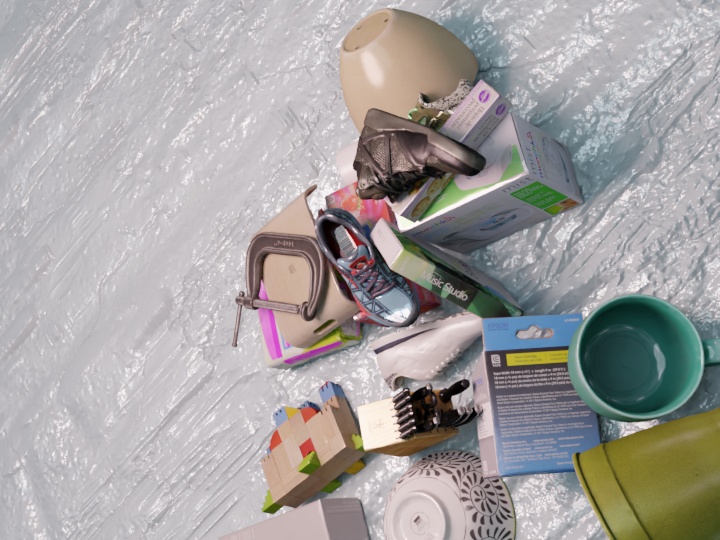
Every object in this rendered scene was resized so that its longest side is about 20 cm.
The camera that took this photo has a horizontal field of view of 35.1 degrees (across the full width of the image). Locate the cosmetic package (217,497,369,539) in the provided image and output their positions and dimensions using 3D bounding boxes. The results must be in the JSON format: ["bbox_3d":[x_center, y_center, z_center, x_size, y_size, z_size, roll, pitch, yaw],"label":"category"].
[{"bbox_3d":[-0.097,0.399,1.665,0.200,0.107,0.090,-28,68,25],"label":"cosmetic package"}]

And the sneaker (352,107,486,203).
[{"bbox_3d":[0.065,-0.125,1.406,0.199,0.076,0.114,23,93,41],"label":"sneaker"}]

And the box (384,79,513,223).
[{"bbox_3d":[0.110,-0.150,1.450,0.200,0.041,0.039,-50,56,13],"label":"box"}]

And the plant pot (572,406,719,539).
[{"bbox_3d":[0.383,0.256,1.333,0.193,0.200,0.201,-32,65,12],"label":"plant pot"}]

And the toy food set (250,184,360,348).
[{"bbox_3d":[-0.077,-0.004,1.664,0.143,0.060,0.200,-36,68,40],"label":"toy food set"}]

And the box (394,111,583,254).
[{"bbox_3d":[0.168,-0.114,1.537,0.200,0.176,0.097,-24,69,28],"label":"box"}]

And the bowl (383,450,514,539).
[{"bbox_3d":[0.100,0.345,1.550,0.201,0.094,0.201,-7,78,34],"label":"bowl"}]

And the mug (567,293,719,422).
[{"bbox_3d":[0.347,0.119,1.405,0.185,0.114,0.152,28,80,6],"label":"mug"}]

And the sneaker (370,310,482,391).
[{"bbox_3d":[0.110,0.108,1.608,0.200,0.076,0.081,-23,81,34],"label":"sneaker"}]

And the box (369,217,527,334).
[{"bbox_3d":[0.115,0.006,1.509,0.036,0.200,0.144,-60,19,11],"label":"box"}]

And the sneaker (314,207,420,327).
[{"bbox_3d":[0.000,0.000,1.542,0.079,0.096,0.200,-42,82,6],"label":"sneaker"}]

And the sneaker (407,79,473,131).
[{"bbox_3d":[0.087,-0.193,1.545,0.200,0.077,0.089,-24,72,21],"label":"sneaker"}]

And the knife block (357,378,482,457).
[{"bbox_3d":[0.095,0.198,1.534,0.175,0.200,0.064,-16,72,18],"label":"knife block"}]

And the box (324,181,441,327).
[{"bbox_3d":[0.033,-0.029,1.661,0.103,0.095,0.200,-23,69,27],"label":"box"}]

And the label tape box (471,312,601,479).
[{"bbox_3d":[0.224,0.162,1.471,0.063,0.144,0.200,132,134,-71],"label":"label tape box"}]

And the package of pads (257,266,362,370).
[{"bbox_3d":[-0.085,0.036,1.745,0.154,0.068,0.200,-22,71,29],"label":"package of pads"}]

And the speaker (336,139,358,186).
[{"bbox_3d":[0.063,-0.183,1.677,0.200,0.081,0.081,-25,69,29],"label":"speaker"}]

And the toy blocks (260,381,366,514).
[{"bbox_3d":[-0.081,0.253,1.699,0.200,0.100,0.137,-41,50,20],"label":"toy blocks"}]

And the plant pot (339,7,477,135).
[{"bbox_3d":[0.047,-0.292,1.621,0.200,0.134,0.200,-29,34,22],"label":"plant pot"}]

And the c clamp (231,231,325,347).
[{"bbox_3d":[-0.117,0.028,1.650,0.200,0.027,0.171,-2,87,47],"label":"c clamp"}]
